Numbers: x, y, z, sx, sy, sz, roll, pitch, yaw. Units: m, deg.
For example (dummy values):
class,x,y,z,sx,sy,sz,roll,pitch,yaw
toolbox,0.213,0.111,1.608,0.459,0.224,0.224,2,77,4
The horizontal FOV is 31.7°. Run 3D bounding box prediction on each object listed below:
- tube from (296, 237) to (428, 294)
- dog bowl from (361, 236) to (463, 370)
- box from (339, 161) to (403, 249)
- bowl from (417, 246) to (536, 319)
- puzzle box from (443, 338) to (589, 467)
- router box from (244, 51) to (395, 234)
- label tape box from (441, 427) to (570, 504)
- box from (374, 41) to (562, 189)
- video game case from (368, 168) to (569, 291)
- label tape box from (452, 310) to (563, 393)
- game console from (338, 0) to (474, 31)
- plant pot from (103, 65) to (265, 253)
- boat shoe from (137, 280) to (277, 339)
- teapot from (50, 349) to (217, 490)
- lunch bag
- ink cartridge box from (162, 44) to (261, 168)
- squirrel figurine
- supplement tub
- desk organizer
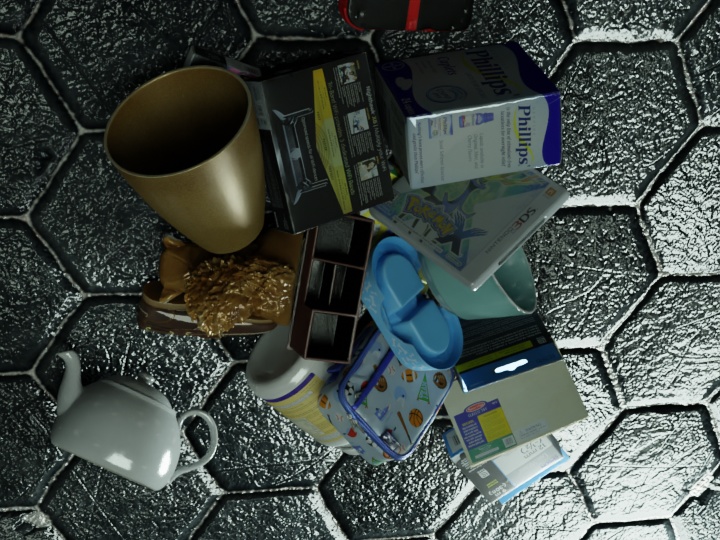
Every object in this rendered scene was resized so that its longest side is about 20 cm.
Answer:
class,x,y,z,sx,sy,sz,roll,pitch,yaw
tube,0.000,0.000,1.808,0.200,0.058,0.052,8,163,-12
dog bowl,0.064,0.051,1.751,0.050,0.111,0.200,-23,102,42
box,-0.026,-0.117,1.726,0.200,0.048,0.117,27,113,-25
bowl,0.152,-0.012,1.761,0.105,0.201,0.201,-26,126,23
puzzle box,0.234,0.204,1.954,0.200,0.133,0.025,-23,165,2
router box,-0.051,-0.165,1.621,0.157,0.052,0.200,-20,108,-27
label tape box,0.245,0.302,2.050,0.143,0.066,0.200,-35,122,9
box,0.136,-0.203,1.627,0.200,0.184,0.105,-10,122,-8
video game case,0.140,-0.088,1.663,0.182,0.200,0.022,-44,145,-12
label tape box,0.199,0.114,1.835,0.144,0.200,0.063,-19,125,-1
game console,0.067,-0.395,1.584,0.177,0.031,0.200,-3,123,-17
plant pot,-0.195,-0.118,1.580,0.186,0.187,0.200,-20,137,0
boat shoe,-0.214,0.062,1.785,0.200,0.070,0.070,9,124,-11
teapot,-0.330,0.217,1.808,0.146,0.197,0.200,-65,155,-14
lunch bag,0.034,0.163,1.768,0.076,0.200,0.160,-21,115,47
ink cartridge box,-0.210,-0.186,1.646,0.095,0.037,0.200,17,119,-22
squirrel figurine,-0.178,0.006,1.679,0.186,0.200,0.142,9,105,-2
supplement tub,-0.051,0.166,1.842,0.145,0.145,0.200,-40,122,13
desk organizer,-0.039,0.019,1.693,0.072,0.077,0.200,8,97,-19
